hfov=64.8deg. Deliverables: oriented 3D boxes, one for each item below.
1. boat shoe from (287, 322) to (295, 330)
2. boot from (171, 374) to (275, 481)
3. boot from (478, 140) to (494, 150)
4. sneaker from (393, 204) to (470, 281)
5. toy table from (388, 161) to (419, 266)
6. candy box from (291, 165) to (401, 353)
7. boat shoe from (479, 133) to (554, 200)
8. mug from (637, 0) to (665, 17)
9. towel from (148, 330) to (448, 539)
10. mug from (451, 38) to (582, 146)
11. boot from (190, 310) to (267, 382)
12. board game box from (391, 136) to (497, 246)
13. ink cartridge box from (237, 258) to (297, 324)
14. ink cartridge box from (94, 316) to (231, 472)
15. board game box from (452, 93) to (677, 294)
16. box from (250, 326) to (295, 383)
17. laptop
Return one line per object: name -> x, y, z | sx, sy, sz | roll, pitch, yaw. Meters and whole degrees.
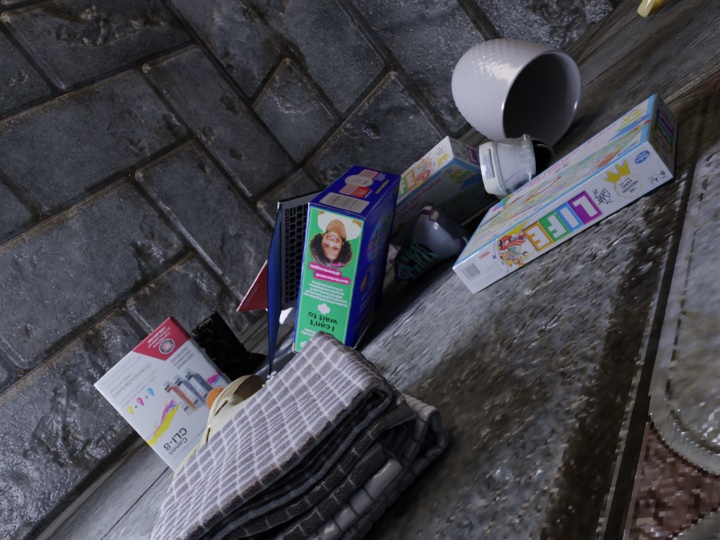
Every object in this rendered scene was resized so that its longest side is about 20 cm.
boat shoe -> -0.075, 0.057, 1.129 | 0.071, 0.070, 0.200 | -36, 9, 45
boot -> -0.117, 0.164, 0.649 | 0.154, 0.072, 0.201 | -39, 12, 26
boot -> 0.214, -0.176, 0.924 | 0.154, 0.074, 0.200 | -40, 7, -11
sneaker -> 0.084, -0.020, 0.731 | 0.088, 0.074, 0.200 | -52, -4, -5
toy table -> 0.071, -0.091, 1.024 | 0.183, 0.118, 0.200 | -43, 7, -12
candy box -> -0.015, -0.011, 0.728 | 0.169, 0.075, 0.204 | -53, -26, -60
boat shoe -> 0.193, -0.120, 0.666 | 0.070, 0.072, 0.200 | -7, 4, 25
mug -> 0.634, -0.632, 1.139 | 0.152, 0.151, 0.185 | -35, 8, -34
towel -> -0.052, 0.134, 0.375 | 0.200, 0.086, 0.165 | -43, 7, -10
mug -> 0.242, -0.270, 0.885 | 0.150, 0.197, 0.176 | -61, 37, 16
boot -> -0.242, 0.153, 1.079 | 0.073, 0.163, 0.198 | -38, 6, -1
board game box -> 0.104, -0.099, 0.812 | 0.132, 0.035, 0.199 | 11, -33, -38
ink cartridge box -> -0.084, -0.010, 0.876 | 0.202, 0.044, 0.176 | -57, -15, 11
ink cartridge box -> -0.287, 0.197, 0.898 | 0.145, 0.201, 0.144 | -43, 9, -16
board game box -> 0.185, -0.068, 0.520 | 0.199, 0.034, 0.135 | -37, 8, 42
box -> -0.085, 0.116, 0.901 | 0.199, 0.044, 0.161 | -37, 8, 36
laptop -> -0.065, 0.006, 0.782 | 0.197, 0.116, 0.190 | -20, -46, -30
